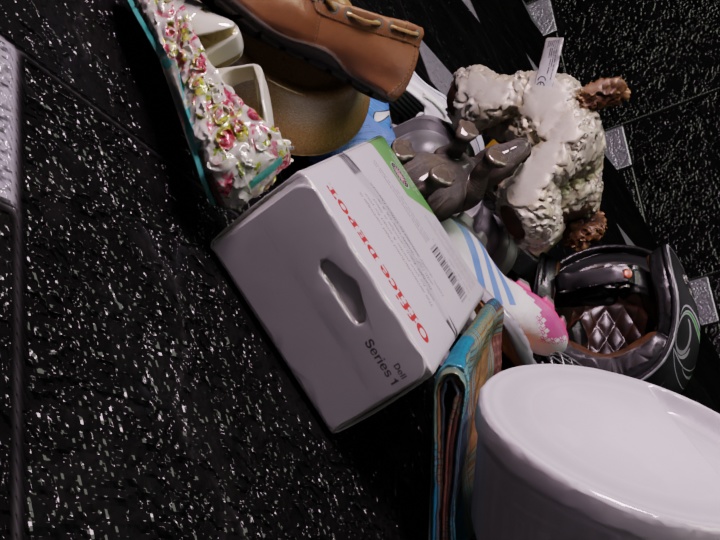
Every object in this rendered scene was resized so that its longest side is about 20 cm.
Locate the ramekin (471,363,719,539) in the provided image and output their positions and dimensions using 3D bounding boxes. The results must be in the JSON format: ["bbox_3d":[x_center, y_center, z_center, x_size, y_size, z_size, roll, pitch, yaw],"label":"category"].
[{"bbox_3d":[0.159,0.143,0.662,0.199,0.096,0.203,12,18,-4],"label":"ramekin"}]

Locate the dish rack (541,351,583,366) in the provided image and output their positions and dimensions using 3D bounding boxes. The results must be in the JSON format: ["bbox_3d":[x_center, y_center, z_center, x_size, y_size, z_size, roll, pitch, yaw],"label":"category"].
[{"bbox_3d":[0.186,0.172,0.886,0.153,0.054,0.203,32,42,-53],"label":"dish rack"}]

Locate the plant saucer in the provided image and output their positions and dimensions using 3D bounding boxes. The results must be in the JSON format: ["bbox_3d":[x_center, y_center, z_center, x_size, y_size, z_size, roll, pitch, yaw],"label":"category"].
[{"bbox_3d":[-0.063,-0.183,0.804,0.198,0.035,0.203,20,54,-30],"label":"plant saucer"}]

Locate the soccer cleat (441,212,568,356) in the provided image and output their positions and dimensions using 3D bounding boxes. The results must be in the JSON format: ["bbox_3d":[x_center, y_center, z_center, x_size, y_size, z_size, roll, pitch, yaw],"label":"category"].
[{"bbox_3d":[0.111,0.034,0.978,0.200,0.069,0.087,42,64,-27],"label":"soccer cleat"}]

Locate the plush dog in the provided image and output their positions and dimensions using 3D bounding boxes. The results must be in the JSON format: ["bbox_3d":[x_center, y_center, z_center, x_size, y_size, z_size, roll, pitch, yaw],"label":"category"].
[{"bbox_3d":[0.190,-0.115,1.058,0.202,0.159,0.172,65,6,23],"label":"plush dog"}]

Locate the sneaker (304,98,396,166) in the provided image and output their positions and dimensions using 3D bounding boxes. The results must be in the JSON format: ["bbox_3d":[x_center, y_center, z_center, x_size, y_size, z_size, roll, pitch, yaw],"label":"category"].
[{"bbox_3d":[-0.008,-0.123,0.930,0.090,0.078,0.201,59,27,-18],"label":"sneaker"}]

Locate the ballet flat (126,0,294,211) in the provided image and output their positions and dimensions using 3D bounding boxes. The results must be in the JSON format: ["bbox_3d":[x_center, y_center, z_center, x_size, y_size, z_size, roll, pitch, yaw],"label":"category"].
[{"bbox_3d":[-0.095,-0.122,0.685,0.076,0.063,0.202,73,-8,-61],"label":"ballet flat"}]

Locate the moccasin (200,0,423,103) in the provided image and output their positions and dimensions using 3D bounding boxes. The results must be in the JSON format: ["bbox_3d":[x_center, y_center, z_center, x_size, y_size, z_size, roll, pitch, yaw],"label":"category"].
[{"bbox_3d":[-0.038,-0.185,0.733,0.199,0.079,0.074,22,7,-28],"label":"moccasin"}]

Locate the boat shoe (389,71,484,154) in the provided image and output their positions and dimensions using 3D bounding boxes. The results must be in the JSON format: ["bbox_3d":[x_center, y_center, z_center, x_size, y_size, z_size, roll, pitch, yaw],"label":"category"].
[{"bbox_3d":[0.055,-0.165,1.154,0.199,0.073,0.067,39,40,-22],"label":"boat shoe"}]

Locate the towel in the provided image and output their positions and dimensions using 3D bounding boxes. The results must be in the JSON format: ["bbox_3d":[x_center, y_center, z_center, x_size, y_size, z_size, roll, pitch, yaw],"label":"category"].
[{"bbox_3d":[0.077,0.110,0.739,0.200,0.021,0.149,-34,127,-71],"label":"towel"}]

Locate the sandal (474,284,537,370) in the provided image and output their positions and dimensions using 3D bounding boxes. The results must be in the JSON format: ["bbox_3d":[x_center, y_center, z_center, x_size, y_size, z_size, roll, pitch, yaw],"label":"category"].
[{"bbox_3d":[0.119,0.087,0.925,0.079,0.059,0.207,49,-4,45],"label":"sandal"}]

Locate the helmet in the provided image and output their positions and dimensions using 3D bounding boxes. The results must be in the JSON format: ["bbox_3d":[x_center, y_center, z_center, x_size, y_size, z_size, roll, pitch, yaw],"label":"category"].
[{"bbox_3d":[0.260,0.061,1.118,0.202,0.198,0.191,65,9,20],"label":"helmet"}]

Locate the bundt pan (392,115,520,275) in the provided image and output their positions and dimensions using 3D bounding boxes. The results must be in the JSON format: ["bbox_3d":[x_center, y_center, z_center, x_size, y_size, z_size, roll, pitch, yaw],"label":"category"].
[{"bbox_3d":[0.092,-0.071,1.074,0.202,0.075,0.203,47,22,-26],"label":"bundt pan"}]

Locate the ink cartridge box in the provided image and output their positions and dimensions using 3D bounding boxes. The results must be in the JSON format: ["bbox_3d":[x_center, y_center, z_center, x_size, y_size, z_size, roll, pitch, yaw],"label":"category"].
[{"bbox_3d":[0.000,0.000,0.729,0.147,0.084,0.200,56,21,-2],"label":"ink cartridge box"}]

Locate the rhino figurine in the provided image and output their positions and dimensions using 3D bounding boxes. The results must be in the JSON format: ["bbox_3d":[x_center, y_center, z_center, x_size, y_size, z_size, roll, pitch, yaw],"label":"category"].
[{"bbox_3d":[0.079,-0.079,0.901,0.198,0.088,0.060,-19,67,-44],"label":"rhino figurine"}]

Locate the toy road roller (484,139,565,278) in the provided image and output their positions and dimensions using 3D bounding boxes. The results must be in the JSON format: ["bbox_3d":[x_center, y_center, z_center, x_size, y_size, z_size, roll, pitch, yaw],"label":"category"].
[{"bbox_3d":[0.204,-0.095,1.319,0.146,0.123,0.200,47,20,3],"label":"toy road roller"}]
